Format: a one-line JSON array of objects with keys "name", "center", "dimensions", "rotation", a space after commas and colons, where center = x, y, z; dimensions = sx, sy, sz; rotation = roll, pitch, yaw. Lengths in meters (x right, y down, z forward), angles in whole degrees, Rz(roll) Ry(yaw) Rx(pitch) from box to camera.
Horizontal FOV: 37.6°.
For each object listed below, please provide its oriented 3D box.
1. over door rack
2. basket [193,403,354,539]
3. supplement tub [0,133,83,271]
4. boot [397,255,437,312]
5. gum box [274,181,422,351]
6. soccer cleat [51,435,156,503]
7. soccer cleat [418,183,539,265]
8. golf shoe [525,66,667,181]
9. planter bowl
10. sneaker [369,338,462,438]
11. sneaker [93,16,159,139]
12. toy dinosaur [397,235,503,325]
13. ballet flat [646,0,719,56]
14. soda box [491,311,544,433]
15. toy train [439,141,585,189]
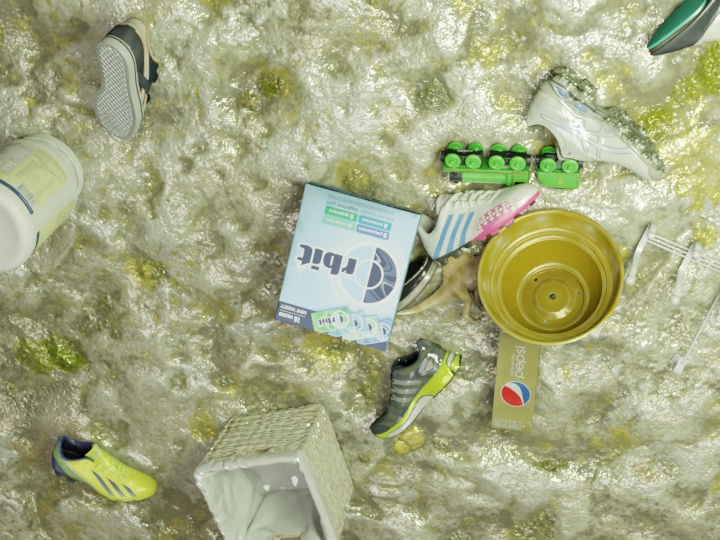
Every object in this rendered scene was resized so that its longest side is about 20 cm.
[{"name": "over door rack", "center": [0.426, 0.049, 1.479], "dimensions": [0.146, 0.067, 0.202], "rotation": [23, 122, 2]}, {"name": "basket", "center": [-0.135, 0.345, 1.739], "dimensions": [0.196, 0.161, 0.202], "rotation": [-10, 117, 20]}, {"name": "supplement tub", "center": [-0.505, -0.105, 1.555], "dimensions": [0.143, 0.201, 0.147], "rotation": [6, 121, 11]}, {"name": "boot", "center": [0.000, 0.000, 1.562], "dimensions": [0.199, 0.073, 0.151], "rotation": [-32, 107, 33]}, {"name": "gum box", "center": [-0.018, -0.006, 1.503], "dimensions": [0.168, 0.045, 0.203], "rotation": [15, 100, 5]}, {"name": "soccer cleat", "center": [-0.457, 0.352, 1.884], "dimensions": [0.198, 0.065, 0.085], "rotation": [18, 120, 4]}, {"name": "soccer cleat", "center": [0.153, -0.081, 1.462], "dimensions": [0.199, 0.070, 0.087], "rotation": [-33, 94, 39]}, {"name": "golf shoe", "center": [0.306, -0.171, 1.382], "dimensions": [0.200, 0.078, 0.097], "rotation": [40, 120, 1]}, {"name": "planter bowl", "center": [0.265, 0.023, 1.471], "dimensions": [0.198, 0.203, 0.084], "rotation": [1, 156, 14]}, {"name": "sneaker", "center": [0.072, 0.181, 1.652], "dimensions": [0.081, 0.074, 0.200], "rotation": [39, 114, -1]}, {"name": "sneaker", "center": [-0.326, -0.269, 1.495], "dimensions": [0.078, 0.080, 0.201], "rotation": [30, 147, 3]}, {"name": "toy dinosaur", "center": [0.153, 0.025, 1.555], "dimensions": [0.200, 0.058, 0.101], "rotation": [-43, 87, 22]}, {"name": "ballet flat", "center": [0.432, -0.322, 1.267], "dimensions": [0.073, 0.073, 0.201], "rotation": [35, 119, -7]}, {"name": "soda box", "center": [0.235, 0.140, 1.580], "dimensions": [0.063, 0.068, 0.202], "rotation": [7, 120, 10]}, {"name": "toy train", "center": [0.206, -0.141, 1.446], "dimensions": [0.197, 0.042, 0.057], "rotation": [4, 131, 13]}]
